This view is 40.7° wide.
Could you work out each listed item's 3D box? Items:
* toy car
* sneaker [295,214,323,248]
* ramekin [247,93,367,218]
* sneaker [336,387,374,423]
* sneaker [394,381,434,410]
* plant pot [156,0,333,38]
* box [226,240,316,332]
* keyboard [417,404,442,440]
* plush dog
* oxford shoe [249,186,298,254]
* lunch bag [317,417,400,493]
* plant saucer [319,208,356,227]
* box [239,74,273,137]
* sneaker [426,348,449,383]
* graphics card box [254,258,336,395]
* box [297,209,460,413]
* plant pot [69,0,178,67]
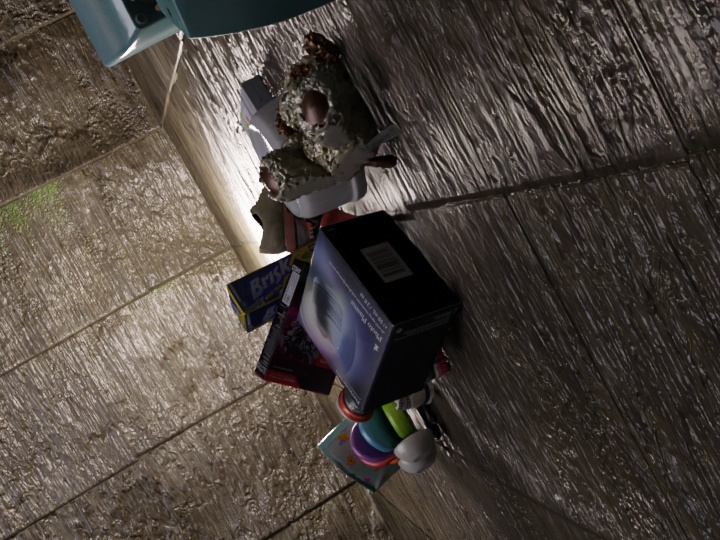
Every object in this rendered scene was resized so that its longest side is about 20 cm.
[{"bbox_3d":[0.052,0.319,1.901,0.175,0.150,0.200,59,174,25],"label":"toy car"},{"bbox_3d":[-0.102,-0.086,1.823,0.082,0.077,0.200,12,152,38],"label":"sneaker"},{"bbox_3d":[-0.085,-0.173,1.455,0.200,0.105,0.200,55,168,18],"label":"ramekin"},{"bbox_3d":[0.022,0.152,1.524,0.077,0.082,0.200,25,-146,-7],"label":"sneaker"},{"bbox_3d":[0.049,0.176,1.762,0.200,0.080,0.077,44,139,42],"label":"sneaker"},{"bbox_3d":[-0.116,-0.327,0.975,0.141,0.200,0.142,47,164,46],"label":"plant pot"},{"bbox_3d":[-0.118,0.020,1.601,0.070,0.200,0.064,54,161,27],"label":"box"},{"bbox_3d":[0.110,0.238,1.854,0.200,0.021,0.127,63,174,-19],"label":"keyboard"},{"bbox_3d":[-0.045,-0.201,1.226,0.200,0.160,0.172,-54,49,47],"label":"plush dog"},{"bbox_3d":[-0.153,-0.121,1.639,0.071,0.074,0.201,86,175,-65],"label":"oxford shoe"},{"bbox_3d":[0.014,0.361,2.087,0.200,0.170,0.122,46,-179,-43],"label":"lunch bag"},{"bbox_3d":[0.000,0.000,1.633,0.200,0.037,0.200,29,143,63],"label":"plant saucer"},{"bbox_3d":[-0.166,-0.249,1.770,0.156,0.041,0.200,59,169,5],"label":"box"},{"bbox_3d":[0.084,0.112,1.517,0.081,0.075,0.200,47,162,47],"label":"sneaker"},{"bbox_3d":[-0.078,0.093,1.560,0.125,0.201,0.051,18,-176,-28],"label":"graphics card box"},{"bbox_3d":[0.018,0.060,1.398,0.200,0.123,0.199,52,145,32],"label":"box"},{"bbox_3d":[-0.434,-0.528,1.869,0.200,0.196,0.197,14,134,63],"label":"plant pot"}]
